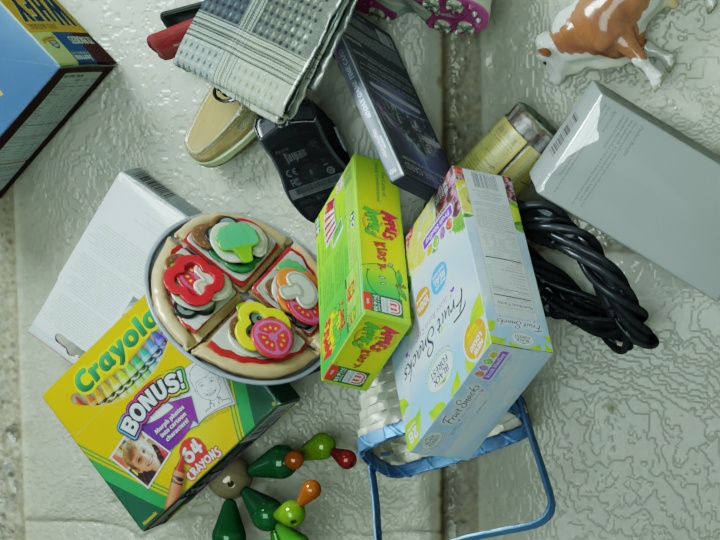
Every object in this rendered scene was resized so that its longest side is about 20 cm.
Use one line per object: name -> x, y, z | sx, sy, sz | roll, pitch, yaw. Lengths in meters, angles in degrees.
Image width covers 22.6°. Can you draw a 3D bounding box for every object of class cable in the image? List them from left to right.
cable -> 0.197, 0.003, 1.655 | 0.200, 0.163, 0.051 | 38, 70, 17

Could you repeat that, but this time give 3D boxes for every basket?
basket -> 0.085, 0.163, 1.701 | 0.176, 0.139, 0.200 | -16, 62, 17

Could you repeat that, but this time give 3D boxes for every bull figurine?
bull figurine -> 0.251, -0.239, 1.654 | 0.121, 0.065, 0.200 | 35, 107, 5

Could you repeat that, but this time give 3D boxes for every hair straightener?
hair straightener -> -0.121, -0.264, 1.739 | 0.200, 0.077, 0.041 | -18, 128, 40

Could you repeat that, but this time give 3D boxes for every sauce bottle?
sauce bottle -> 0.105, -0.071, 1.715 | 0.200, 0.065, 0.065 | -45, 84, 15

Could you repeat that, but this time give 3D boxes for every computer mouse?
computer mouse -> -0.035, -0.141, 1.726 | 0.140, 0.046, 0.200 | -24, 119, 23

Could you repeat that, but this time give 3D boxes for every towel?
towel -> -0.073, -0.241, 1.637 | 0.200, 0.035, 0.193 | 31, 94, 48

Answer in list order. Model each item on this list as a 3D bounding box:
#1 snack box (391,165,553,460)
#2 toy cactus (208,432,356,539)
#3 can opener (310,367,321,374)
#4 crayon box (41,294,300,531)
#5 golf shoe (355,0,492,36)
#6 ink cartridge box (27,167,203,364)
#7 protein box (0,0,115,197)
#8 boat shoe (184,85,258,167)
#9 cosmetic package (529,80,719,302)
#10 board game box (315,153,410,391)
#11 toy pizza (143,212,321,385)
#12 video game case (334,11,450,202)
snack box -> 0.088, 0.038, 1.589 | 0.068, 0.200, 0.169 | 8, 138, -23
toy cactus -> -0.100, 0.227, 1.809 | 0.165, 0.102, 0.200 | 39, 109, 27
can opener -> -0.069, 0.091, 1.785 | 0.200, 0.063, 0.079 | -20, 91, 17
crayon box -> -0.188, 0.124, 1.764 | 0.200, 0.058, 0.173 | -43, 78, 17
golf shoe -> 0.042, -0.285, 1.712 | 0.200, 0.075, 0.092 | 17, 70, 20
ink cartridge box -> -0.241, 0.008, 1.829 | 0.109, 0.050, 0.200 | 35, 106, 8
protein box -> -0.397, -0.203, 1.800 | 0.199, 0.135, 0.200 | 46, 106, 6
boat shoe -> -0.113, -0.189, 1.747 | 0.200, 0.076, 0.072 | -52, 58, 11
cosmetic package -> 0.269, -0.073, 1.637 | 0.200, 0.081, 0.113 | 32, 104, -8
board game box -> 0.000, 0.000, 1.668 | 0.048, 0.200, 0.102 | 14, 135, -18
toy pizza -> -0.109, 0.020, 1.726 | 0.200, 0.200, 0.032 | 41, 138, 7
video game case -> 0.028, -0.152, 1.653 | 0.019, 0.143, 0.200 | -30, 68, 19
